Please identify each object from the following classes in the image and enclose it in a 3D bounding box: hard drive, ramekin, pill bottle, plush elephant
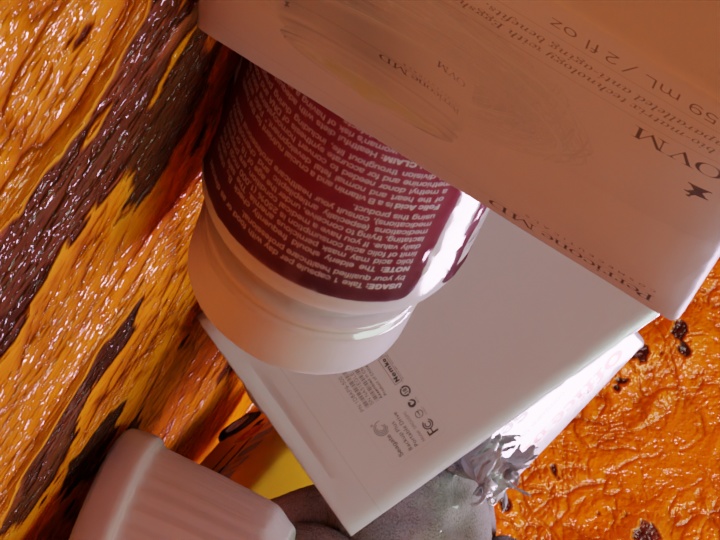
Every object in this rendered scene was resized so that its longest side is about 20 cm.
[{"bbox_3d":[0.039,0.017,1.441,0.199,0.132,0.027,-35,-164,-1],"label":"hard drive"},{"bbox_3d":[-0.097,0.184,1.424,0.202,0.094,0.204,16,90,-86],"label":"ramekin"},{"bbox_3d":[0.003,-0.057,1.155,0.114,0.114,0.200,-53,172,-43],"label":"pill bottle"},{"bbox_3d":[0.031,0.183,1.520,0.200,0.164,0.156,-33,-126,52],"label":"plush elephant"}]

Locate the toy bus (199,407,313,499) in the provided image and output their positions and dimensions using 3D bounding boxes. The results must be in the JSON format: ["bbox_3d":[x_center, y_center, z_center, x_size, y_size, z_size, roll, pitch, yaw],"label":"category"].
[{"bbox_3d":[-0.060,0.132,1.701,0.078,0.065,0.200,-28,-170,28],"label":"toy bus"}]

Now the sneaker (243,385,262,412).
[{"bbox_3d":[0.001,0.000,1.650,0.114,0.072,0.201,-57,175,-44],"label":"sneaker"}]

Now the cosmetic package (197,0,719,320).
[{"bbox_3d":[0.060,-0.106,0.949,0.123,0.199,0.200,-57,174,-14],"label":"cosmetic package"}]

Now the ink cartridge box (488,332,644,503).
[{"bbox_3d":[0.050,0.033,1.562,0.146,0.084,0.200,-46,150,2],"label":"ink cartridge box"}]
